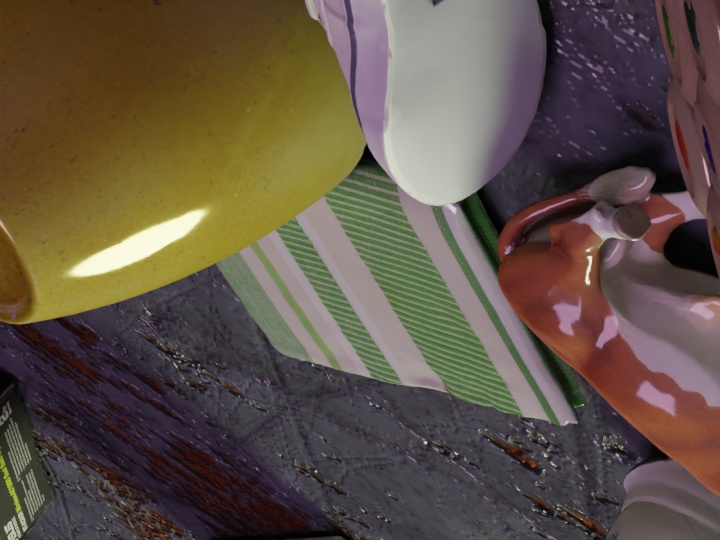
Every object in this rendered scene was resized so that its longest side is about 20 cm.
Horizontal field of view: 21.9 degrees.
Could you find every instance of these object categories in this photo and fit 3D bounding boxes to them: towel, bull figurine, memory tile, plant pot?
[{"bbox_3d":[0.000,0.000,0.847,0.199,0.023,0.153,10,143,46],"label":"towel"},{"bbox_3d":[0.139,0.038,0.689,0.199,0.065,0.121,35,150,-2],"label":"bull figurine"},{"bbox_3d":[0.110,-0.018,0.519,0.017,0.201,0.154,-15,138,4],"label":"memory tile"},{"bbox_3d":[-0.117,-0.064,0.725,0.199,0.142,0.201,30,149,21],"label":"plant pot"}]

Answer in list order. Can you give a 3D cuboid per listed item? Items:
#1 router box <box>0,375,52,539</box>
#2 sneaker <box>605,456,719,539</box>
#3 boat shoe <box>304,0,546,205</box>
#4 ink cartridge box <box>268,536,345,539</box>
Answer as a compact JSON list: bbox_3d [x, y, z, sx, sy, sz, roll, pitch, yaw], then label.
[{"bbox_3d":[-0.318,0.115,1.384,0.149,0.062,0.200,30,153,17],"label":"router box"},{"bbox_3d":[0.189,0.163,0.806,0.199,0.087,0.075,27,151,16],"label":"sneaker"},{"bbox_3d":[0.009,-0.105,0.625,0.070,0.071,0.200,52,171,38],"label":"boat shoe"},{"bbox_3d":[-0.072,0.255,1.214,0.084,0.146,0.200,44,154,-16],"label":"ink cartridge box"}]
